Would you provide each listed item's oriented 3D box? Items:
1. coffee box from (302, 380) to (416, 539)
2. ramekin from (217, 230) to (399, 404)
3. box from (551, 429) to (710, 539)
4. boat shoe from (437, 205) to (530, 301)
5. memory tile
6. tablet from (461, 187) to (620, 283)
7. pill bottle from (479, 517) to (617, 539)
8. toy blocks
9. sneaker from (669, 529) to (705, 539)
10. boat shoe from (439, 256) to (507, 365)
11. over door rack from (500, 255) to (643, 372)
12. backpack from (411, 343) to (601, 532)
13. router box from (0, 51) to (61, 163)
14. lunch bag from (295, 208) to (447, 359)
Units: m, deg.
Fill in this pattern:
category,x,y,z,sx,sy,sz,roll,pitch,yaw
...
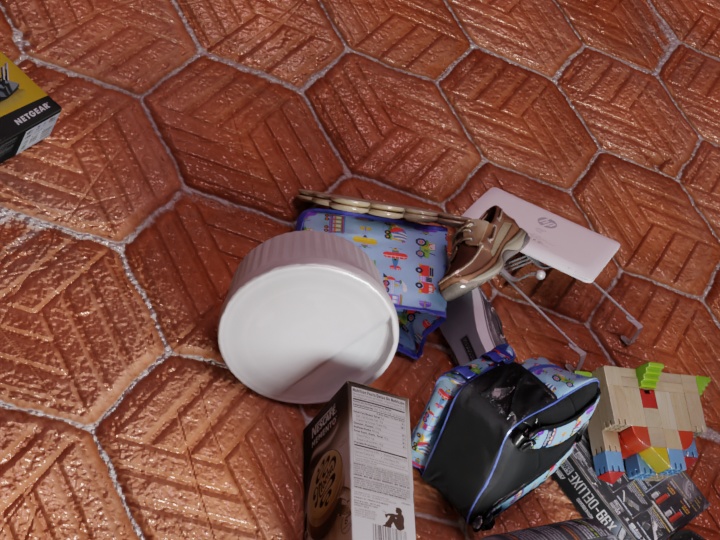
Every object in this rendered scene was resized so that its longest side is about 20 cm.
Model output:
category,x,y,z,sx,sy,sz,roll,pitch,yaw
coffee box,-0.003,0.235,1.482,0.080,0.113,0.200,17,46,-22
ramekin,-0.059,0.046,1.554,0.202,0.203,0.094,21,33,-18
box,0.321,0.250,1.735,0.158,0.050,0.200,-22,69,-44
boat shoe,0.137,-0.023,1.697,0.072,0.076,0.200,56,32,-3
memory tile,0.029,-0.078,1.769,0.200,0.153,0.017,7,95,-28
tablet,0.246,-0.052,1.903,0.200,0.014,0.130,26,34,16
pill bottle,0.186,0.336,1.529,0.200,0.106,0.106,-2,56,-35
toy blocks,0.352,0.195,1.712,0.200,0.100,0.137,8,62,-30
sneaker,0.438,0.408,1.662,0.200,0.060,0.104,55,-1,36
boat shoe,0.152,0.076,1.750,0.066,0.070,0.200,-1,62,-48
over door rack,0.287,0.026,1.892,0.148,0.067,0.200,-19,67,-42
backpack,0.175,0.174,1.604,0.200,0.183,0.135,-24,54,-41
router box,-0.462,-0.181,1.570,0.157,0.052,0.200,42,43,4
lunch bag,0.000,0.000,1.708,0.200,0.094,0.151,17,45,-14
